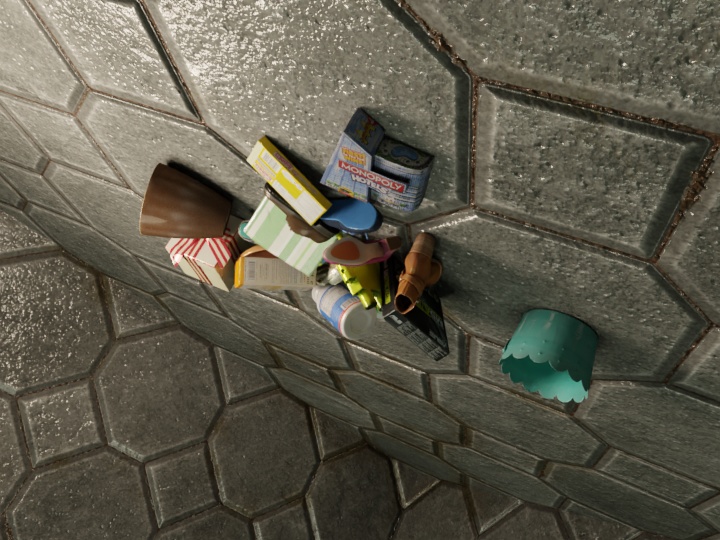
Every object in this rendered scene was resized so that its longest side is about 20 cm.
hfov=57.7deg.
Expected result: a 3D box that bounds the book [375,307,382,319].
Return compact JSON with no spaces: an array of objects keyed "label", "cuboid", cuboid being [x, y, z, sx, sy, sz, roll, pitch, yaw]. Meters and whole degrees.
[{"label":"book","cuboid":[0.079,0.071,1.730,0.133,0.048,0.200,16,152,24]}]

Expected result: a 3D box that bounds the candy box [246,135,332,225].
[{"label":"candy box","cuboid":[-0.153,-0.188,1.387,0.200,0.026,0.102,45,155,-7]}]

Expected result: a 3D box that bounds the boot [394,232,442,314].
[{"label":"boot","cuboid":[0.125,0.030,1.428,0.076,0.156,0.200,17,156,10]}]

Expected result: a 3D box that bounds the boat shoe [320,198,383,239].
[{"label":"boat shoe","cuboid":[-0.010,-0.115,1.399,0.069,0.084,0.200,35,175,-36]}]

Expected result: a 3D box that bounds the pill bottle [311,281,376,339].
[{"label":"pill bottle","cuboid":[-0.051,0.097,1.782,0.112,0.112,0.200,46,174,-39]}]

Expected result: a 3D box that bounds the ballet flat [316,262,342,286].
[{"label":"ballet flat","cuboid":[-0.075,0.011,1.738,0.070,0.066,0.200,35,157,-22]}]

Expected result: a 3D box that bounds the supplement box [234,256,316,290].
[{"label":"supplement box","cuboid":[-0.224,0.009,1.713,0.198,0.074,0.126,3,173,-16]}]

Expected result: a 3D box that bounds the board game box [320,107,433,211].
[{"label":"board game box","cuboid":[0.025,-0.194,1.185,0.199,0.062,0.200,24,158,8]}]

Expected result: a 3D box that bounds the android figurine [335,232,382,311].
[{"label":"android figurine","cuboid":[0.000,0.000,1.504,0.041,0.201,0.182,-36,155,23]}]

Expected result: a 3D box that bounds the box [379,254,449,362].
[{"label":"box","cuboid":[0.124,0.086,1.525,0.047,0.194,0.200,-36,121,23]}]

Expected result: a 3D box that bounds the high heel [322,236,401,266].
[{"label":"high heel","cuboid":[-0.010,-0.038,1.446,0.096,0.199,0.068,-30,79,56]}]

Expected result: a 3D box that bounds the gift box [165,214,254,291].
[{"label":"gift box","cuboid":[-0.413,-0.056,1.809,0.183,0.201,0.187,16,155,13]}]

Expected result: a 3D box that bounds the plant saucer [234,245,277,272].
[{"label":"plant saucer","cuboid":[-0.248,-0.018,1.807,0.199,0.038,0.201,-5,147,-3]}]

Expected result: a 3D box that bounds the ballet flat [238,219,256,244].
[{"label":"ballet flat","cuboid":[-0.216,-0.086,1.700,0.199,0.072,0.072,20,158,-1]}]

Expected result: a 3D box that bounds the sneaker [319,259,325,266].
[{"label":"sneaker","cuboid":[-0.153,-0.095,1.619,0.200,0.066,0.079,35,131,-5]}]

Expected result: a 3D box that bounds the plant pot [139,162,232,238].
[{"label":"plant pot","cuboid":[-0.437,-0.157,1.672,0.199,0.188,0.187,14,159,-8]}]

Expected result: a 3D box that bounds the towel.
[{"label":"towel","cuboid":[-0.166,-0.091,1.568,0.199,0.023,0.153,32,118,-13]}]

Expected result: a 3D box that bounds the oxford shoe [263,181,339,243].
[{"label":"oxford shoe","cuboid":[-0.148,-0.124,1.487,0.200,0.073,0.084,39,128,-21]}]

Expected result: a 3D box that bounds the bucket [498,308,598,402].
[{"label":"bucket","cuboid":[0.426,0.190,1.466,0.206,0.135,0.208,24,157,11]}]
